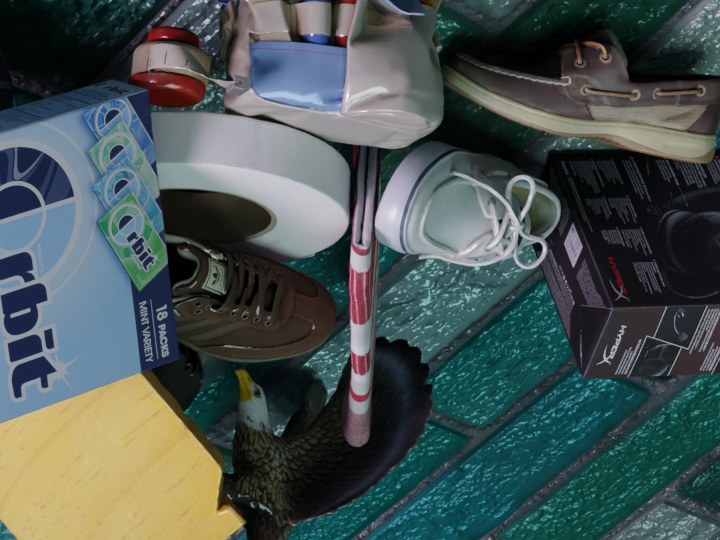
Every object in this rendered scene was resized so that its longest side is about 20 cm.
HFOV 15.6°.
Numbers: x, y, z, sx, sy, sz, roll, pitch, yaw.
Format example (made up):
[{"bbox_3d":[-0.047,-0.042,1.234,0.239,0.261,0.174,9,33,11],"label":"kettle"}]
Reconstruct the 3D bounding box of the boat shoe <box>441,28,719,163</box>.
[{"bbox_3d":[0.149,-0.124,1.713,0.199,0.072,0.072,13,102,-17],"label":"boat shoe"}]

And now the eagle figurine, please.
[{"bbox_3d":[-0.050,0.133,1.818,0.200,0.152,0.151,-16,124,-39],"label":"eagle figurine"}]

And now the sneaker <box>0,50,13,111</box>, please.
[{"bbox_3d":[-0.287,-0.085,1.513,0.202,0.147,0.077,-11,176,-37],"label":"sneaker"}]

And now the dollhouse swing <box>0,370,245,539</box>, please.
[{"bbox_3d":[-0.178,0.096,1.704,0.182,0.176,0.200,-36,100,19],"label":"dollhouse swing"}]

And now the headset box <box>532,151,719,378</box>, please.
[{"bbox_3d":[0.232,-0.007,1.802,0.199,0.149,0.077,-1,138,-20],"label":"headset box"}]

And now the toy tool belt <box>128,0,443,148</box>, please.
[{"bbox_3d":[-0.040,-0.149,1.588,0.199,0.123,0.125,9,167,-19],"label":"toy tool belt"}]

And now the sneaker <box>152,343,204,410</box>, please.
[{"bbox_3d":[-0.150,0.057,1.768,0.091,0.076,0.200,-16,148,-17],"label":"sneaker"}]

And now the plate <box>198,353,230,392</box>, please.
[{"bbox_3d":[-0.174,0.054,1.819,0.199,0.026,0.200,-11,140,-9],"label":"plate"}]

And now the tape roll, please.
[{"bbox_3d":[-0.104,-0.049,1.651,0.202,0.037,0.203,1,162,0],"label":"tape roll"}]

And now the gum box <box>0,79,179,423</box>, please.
[{"bbox_3d":[-0.204,-0.003,1.498,0.200,0.045,0.170,-20,114,-33],"label":"gum box"}]

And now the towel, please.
[{"bbox_3d":[0.000,0.000,1.730,0.023,0.144,0.200,2,139,1],"label":"towel"}]

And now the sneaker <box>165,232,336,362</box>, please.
[{"bbox_3d":[-0.098,0.015,1.660,0.199,0.071,0.075,12,171,-24],"label":"sneaker"}]

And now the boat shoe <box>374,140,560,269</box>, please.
[{"bbox_3d":[0.083,-0.034,1.696,0.202,0.086,0.075,-1,112,-66],"label":"boat shoe"}]
